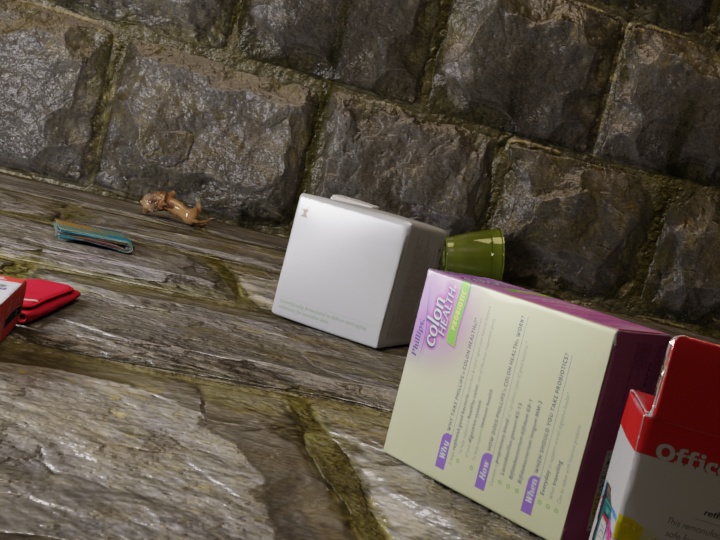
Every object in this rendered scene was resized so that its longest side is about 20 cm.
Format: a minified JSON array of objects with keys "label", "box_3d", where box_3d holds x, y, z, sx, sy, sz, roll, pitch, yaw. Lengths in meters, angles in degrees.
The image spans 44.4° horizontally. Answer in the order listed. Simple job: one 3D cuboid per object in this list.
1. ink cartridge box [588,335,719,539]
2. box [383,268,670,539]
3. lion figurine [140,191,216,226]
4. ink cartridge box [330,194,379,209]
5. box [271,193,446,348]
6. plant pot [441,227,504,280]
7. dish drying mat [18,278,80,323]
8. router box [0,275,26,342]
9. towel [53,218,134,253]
[{"label":"ink cartridge box","box_3d":[0.188,0.140,0.467,0.115,0.202,0.067,15,6,9]},{"label":"box","box_3d":[0.139,0.110,0.772,0.199,0.177,0.096,18,7,43]},{"label":"lion figurine","box_3d":[-0.515,-0.172,2.499,0.198,0.073,0.123,19,13,4]},{"label":"ink cartridge box","box_3d":[-0.031,-0.036,1.675,0.084,0.202,0.145,14,6,4]},{"label":"box","box_3d":[0.000,0.000,1.406,0.198,0.202,0.171,17,4,24]},{"label":"plant pot","box_3d":[0.377,-0.049,3.007,0.191,0.202,0.200,2,6,-2]},{"label":"dish drying mat","box_3d":[-0.393,0.031,1.041,0.076,0.018,0.200,13,6,-3]},{"label":"router box","box_3d":[-0.433,0.026,0.829,0.198,0.049,0.179,13,6,-14]},{"label":"towel","box_3d":[-0.520,-0.069,1.711,0.146,0.022,0.200,13,4,-22]}]
